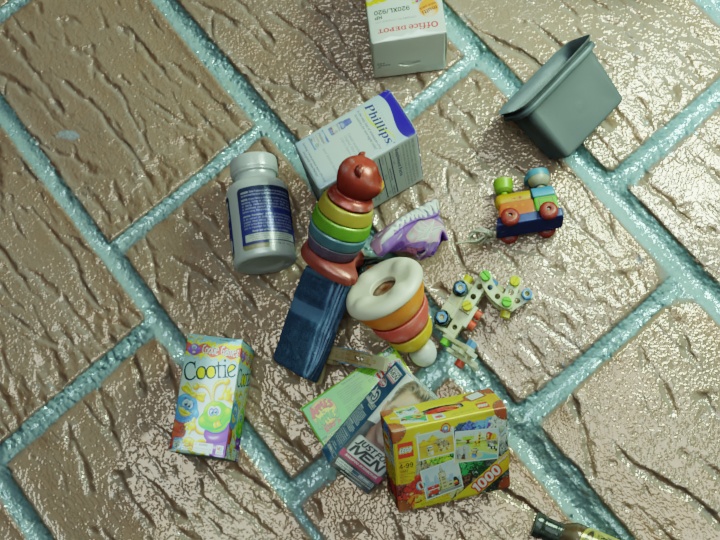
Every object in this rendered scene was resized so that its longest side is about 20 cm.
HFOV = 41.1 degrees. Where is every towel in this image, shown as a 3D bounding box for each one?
[{"bbox_3d":[-0.087,0.085,1.690,0.111,0.048,0.203,24,96,39],"label":"towel"}]

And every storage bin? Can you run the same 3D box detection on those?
[{"bbox_3d":[0.369,-0.305,1.753,0.200,0.145,0.135,-44,103,-7],"label":"storage bin"}]

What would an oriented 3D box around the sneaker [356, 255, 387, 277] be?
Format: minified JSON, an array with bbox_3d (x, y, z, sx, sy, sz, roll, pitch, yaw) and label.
[{"bbox_3d":[0.000,0.000,1.729,0.196,0.079,0.075,7,77,9],"label":"sneaker"}]

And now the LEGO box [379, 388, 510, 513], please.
[{"bbox_3d":[0.140,0.294,1.579,0.196,0.077,0.152,-10,109,-13],"label":"LEGO box"}]

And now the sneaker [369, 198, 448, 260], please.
[{"bbox_3d":[0.095,-0.057,1.697,0.080,0.199,0.090,-28,91,40],"label":"sneaker"}]

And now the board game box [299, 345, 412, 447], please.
[{"bbox_3d":[0.004,0.231,1.682,0.198,0.048,0.102,-34,74,-4],"label":"board game box"}]

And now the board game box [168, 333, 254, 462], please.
[{"bbox_3d":[-0.258,0.224,1.682,0.103,0.103,0.204,5,76,7],"label":"board game box"}]

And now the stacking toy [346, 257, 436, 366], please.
[{"bbox_3d":[0.076,0.093,1.653,0.145,0.146,0.202,-33,118,-4],"label":"stacking toy"}]

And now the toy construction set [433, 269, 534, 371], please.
[{"bbox_3d":[0.205,0.082,1.685,0.130,0.092,0.201,32,70,13],"label":"toy construction set"}]

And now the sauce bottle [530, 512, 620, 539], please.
[{"bbox_3d":[0.377,0.457,1.576,0.197,0.065,0.066,20,78,11],"label":"sauce bottle"}]

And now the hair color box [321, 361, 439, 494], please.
[{"bbox_3d":[0.037,0.265,1.617,0.100,0.061,0.201,39,92,-23],"label":"hair color box"}]

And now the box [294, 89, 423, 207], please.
[{"bbox_3d":[0.002,-0.196,1.725,0.198,0.184,0.106,-30,70,-4],"label":"box"}]

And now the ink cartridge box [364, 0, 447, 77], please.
[{"bbox_3d":[0.081,-0.494,1.816,0.144,0.145,0.204,-8,75,3],"label":"ink cartridge box"}]

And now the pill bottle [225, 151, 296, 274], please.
[{"bbox_3d":[-0.185,-0.106,1.754,0.117,0.120,0.204,-9,75,3],"label":"pill bottle"}]

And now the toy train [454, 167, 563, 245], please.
[{"bbox_3d":[0.259,-0.116,1.736,0.196,0.085,0.118,-9,64,4],"label":"toy train"}]

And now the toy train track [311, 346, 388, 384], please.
[{"bbox_3d":[-0.027,0.149,1.684,0.197,0.032,0.117,8,86,39],"label":"toy train track"}]

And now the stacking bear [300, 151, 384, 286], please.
[{"bbox_3d":[-0.022,-0.098,1.612,0.112,0.122,0.202,21,118,-1],"label":"stacking bear"}]
